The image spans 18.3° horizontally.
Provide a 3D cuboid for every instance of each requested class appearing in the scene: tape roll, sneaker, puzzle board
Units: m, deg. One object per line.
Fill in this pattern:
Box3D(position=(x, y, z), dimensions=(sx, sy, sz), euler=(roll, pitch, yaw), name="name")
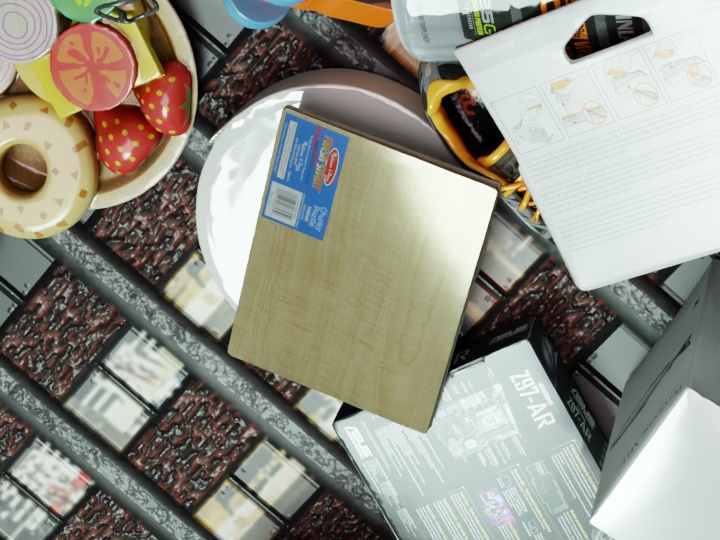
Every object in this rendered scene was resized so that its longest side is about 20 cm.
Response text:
Box3D(position=(-0.013, -0.035, 1.501), dimensions=(0.201, 0.037, 0.205), euler=(5, 113, 13), name="tape roll")
Box3D(position=(0.108, -0.068, 1.436), dimensions=(0.200, 0.077, 0.078), euler=(41, 114, -7), name="sneaker")
Box3D(position=(0.000, 0.000, 1.469), dimensions=(0.150, 0.017, 0.201), euler=(22, 123, 10), name="puzzle board")

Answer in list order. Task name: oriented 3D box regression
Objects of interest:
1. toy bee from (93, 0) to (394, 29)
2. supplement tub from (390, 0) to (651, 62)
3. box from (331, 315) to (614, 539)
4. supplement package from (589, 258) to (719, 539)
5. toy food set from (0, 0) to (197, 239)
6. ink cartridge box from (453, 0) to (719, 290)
Box3D(position=(-0.061, -0.211, 1.390), dimensions=(0.130, 0.199, 0.110), euler=(-13, 78, 44), name="toy bee")
Box3D(position=(0.122, -0.192, 1.354), dimensions=(0.198, 0.123, 0.124), euler=(-2, 112, 15), name="supplement tub")
Box3D(position=(0.096, 0.151, 1.548), dimensions=(0.159, 0.044, 0.201), euler=(-25, 104, 22), name="box")
Box3D(position=(0.232, 0.101, 1.407), dimensions=(0.117, 0.200, 0.117), euler=(33, 116, -1), name="supplement package")
Box3D(position=(-0.207, -0.130, 1.503), dimensions=(0.199, 0.049, 0.199), euler=(-21, 106, 21), name="toy food set")
Box3D(position=(0.179, -0.093, 1.324), dimensions=(0.199, 0.045, 0.177), euler=(-18, 108, 37), name="ink cartridge box")
